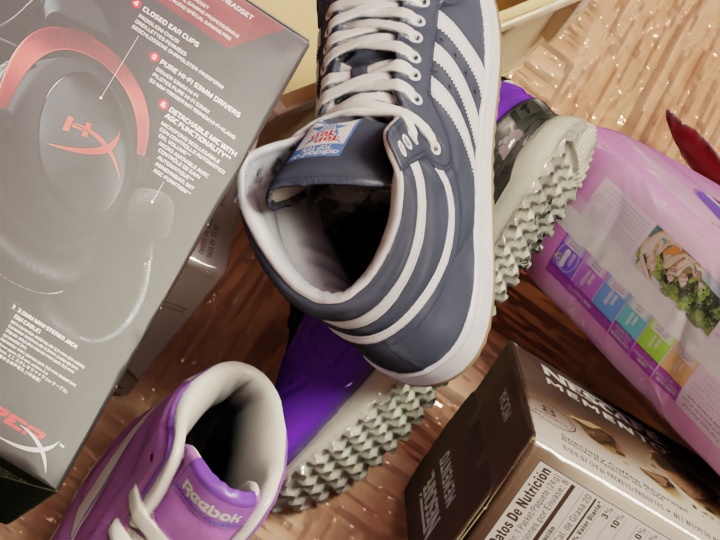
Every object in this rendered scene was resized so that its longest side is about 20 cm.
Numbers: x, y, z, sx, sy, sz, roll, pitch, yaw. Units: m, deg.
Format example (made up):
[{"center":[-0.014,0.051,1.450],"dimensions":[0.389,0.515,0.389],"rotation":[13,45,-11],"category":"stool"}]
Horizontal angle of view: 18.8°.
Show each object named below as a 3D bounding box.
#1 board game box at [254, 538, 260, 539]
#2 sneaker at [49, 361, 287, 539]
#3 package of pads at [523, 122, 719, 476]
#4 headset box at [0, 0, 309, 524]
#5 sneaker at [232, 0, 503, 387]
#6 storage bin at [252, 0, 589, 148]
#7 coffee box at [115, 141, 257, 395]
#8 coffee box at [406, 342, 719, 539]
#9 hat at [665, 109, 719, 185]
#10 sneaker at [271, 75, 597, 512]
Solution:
[{"center":[0.020,0.205,0.800],"dimensions":[0.200,0.045,0.135],"rotation":[29,54,-11],"category":"board game box"},{"center":[-0.084,0.116,0.754],"dimensions":[0.073,0.114,0.201],"rotation":[28,55,-13],"category":"sneaker"},{"center":[0.153,0.025,0.886],"dimensions":[0.120,0.076,0.200],"rotation":[19,21,-42],"category":"package of pads"},{"center":[-0.121,-0.043,0.707],"dimensions":[0.148,0.075,0.200],"rotation":[32,66,-12],"category":"headset box"},{"center":[0.003,-0.065,0.788],"dimensions":[0.108,0.070,0.201],"rotation":[28,55,-61],"category":"sneaker"},{"center":[-0.028,-0.156,0.947],"dimensions":[0.198,0.094,0.200],"rotation":[-24,76,-35],"category":"storage bin"},{"center":[-0.153,-0.040,0.805],"dimensions":[0.199,0.113,0.080],"rotation":[22,56,-16],"category":"coffee box"},{"center":[0.121,0.125,0.838],"dimensions":[0.200,0.080,0.113],"rotation":[32,14,-8],"category":"coffee box"},{"center":[0.201,0.064,0.973],"dimensions":[0.175,0.166,0.200],"rotation":[9,43,17],"category":"hat"},{"center":[0.000,0.000,0.870],"dimensions":[0.099,0.070,0.200],"rotation":[35,81,17],"category":"sneaker"}]
